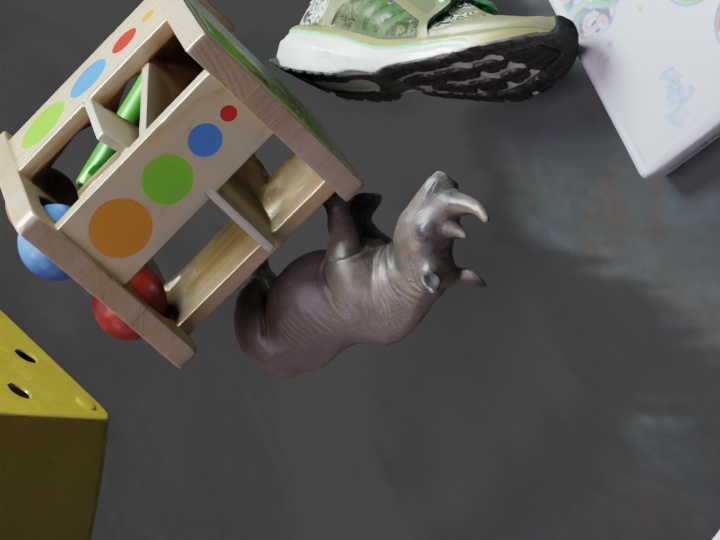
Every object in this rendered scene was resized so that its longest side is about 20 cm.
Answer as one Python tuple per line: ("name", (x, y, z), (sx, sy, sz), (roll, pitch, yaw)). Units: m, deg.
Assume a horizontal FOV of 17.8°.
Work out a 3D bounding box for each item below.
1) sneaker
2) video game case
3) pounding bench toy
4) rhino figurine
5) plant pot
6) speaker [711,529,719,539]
("sneaker", (0.032, -0.138, 1.194), (0.199, 0.077, 0.089), (5, 83, 45))
("video game case", (0.160, -0.175, 1.111), (0.182, 0.024, 0.201), (-38, 70, 37))
("pounding bench toy", (-0.117, -0.065, 1.256), (0.156, 0.124, 0.200), (-45, 28, 6))
("rhino figurine", (0.000, 0.000, 1.241), (0.199, 0.060, 0.088), (-22, 74, 43))
("plant pot", (-0.275, 0.122, 1.416), (0.200, 0.200, 0.177), (39, 107, 31))
("speaker", (0.210, 0.128, 1.060), (0.081, 0.081, 0.201), (47, 122, 27))
